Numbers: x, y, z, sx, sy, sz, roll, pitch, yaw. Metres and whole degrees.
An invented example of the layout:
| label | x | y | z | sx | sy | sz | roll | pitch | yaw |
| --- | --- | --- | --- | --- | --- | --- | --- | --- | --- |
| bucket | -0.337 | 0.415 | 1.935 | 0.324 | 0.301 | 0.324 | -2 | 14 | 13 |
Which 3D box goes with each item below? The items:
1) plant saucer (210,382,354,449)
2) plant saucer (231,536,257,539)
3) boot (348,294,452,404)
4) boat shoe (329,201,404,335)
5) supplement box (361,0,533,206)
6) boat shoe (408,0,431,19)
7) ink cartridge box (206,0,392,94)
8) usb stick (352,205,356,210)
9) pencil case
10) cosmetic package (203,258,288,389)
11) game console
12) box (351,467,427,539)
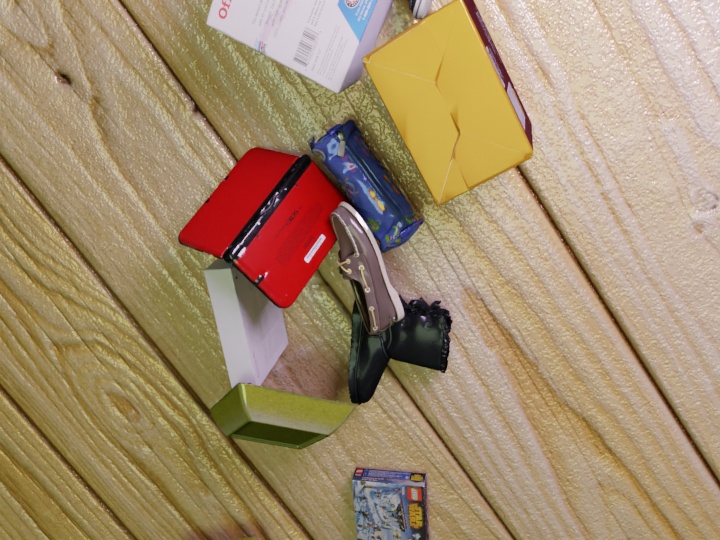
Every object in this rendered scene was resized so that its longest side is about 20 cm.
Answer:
| label | x | y | z | sx | sy | sz | roll | pitch | yaw |
| --- | --- | --- | --- | --- | --- | --- | --- | --- | --- |
| plant saucer | -0.135 | 0.248 | 1.113 | 0.196 | 0.049 | 0.200 | 15 | 152 | -20 |
| plant saucer | -0.254 | 0.620 | 1.373 | 0.196 | 0.048 | 0.204 | -13 | 108 | 18 |
| boot | 0.064 | 0.136 | 1.102 | 0.158 | 0.073 | 0.203 | 7 | 109 | 11 |
| boat shoe | 0.000 | 0.000 | 0.996 | 0.059 | 0.072 | 0.203 | -31 | 113 | -17 |
| supplement box | 0.121 | -0.227 | 0.870 | 0.131 | 0.201 | 0.200 | -25 | 105 | 21 |
| boat shoe | 0.077 | -0.431 | 0.870 | 0.061 | 0.075 | 0.205 | 7 | 107 | 11 |
| ink cartridge box | -0.072 | -0.354 | 0.893 | 0.197 | 0.145 | 0.149 | 28 | 115 | 0 |
| usb stick | -0.038 | -0.080 | 1.058 | 0.195 | 0.033 | 0.057 | 2 | 102 | 12 |
| pencil case | 0.009 | -0.125 | 0.983 | 0.077 | 0.087 | 0.202 | -35 | 90 | -6 |
| cosmetic package | -0.177 | 0.064 | 1.082 | 0.050 | 0.151 | 0.205 | -4 | 110 | 13 |
| game console | -0.135 | -0.068 | 1.004 | 0.172 | 0.202 | 0.118 | 44 | 154 | -21 |
| box | 0.059 | 0.463 | 1.251 | 0.133 | 0.040 | 0.205 | 1 | 112 | 13 |
